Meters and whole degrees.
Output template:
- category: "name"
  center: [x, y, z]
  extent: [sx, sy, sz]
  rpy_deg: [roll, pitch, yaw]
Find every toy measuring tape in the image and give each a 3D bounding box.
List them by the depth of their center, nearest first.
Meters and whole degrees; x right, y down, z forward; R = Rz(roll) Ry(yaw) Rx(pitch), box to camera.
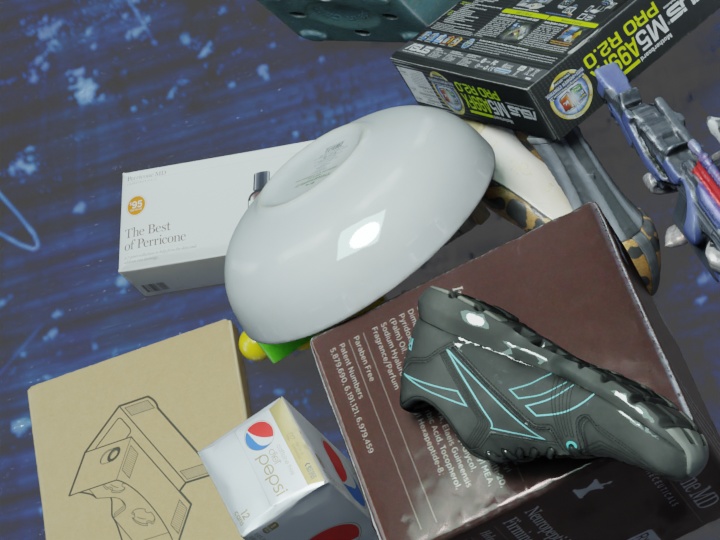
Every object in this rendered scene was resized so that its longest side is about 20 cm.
- category: "toy measuring tape"
  center: [0.000, 0.000, 1.518]
  extent: [0.200, 0.074, 0.074]
  rpy_deg: [-34, 58, 13]

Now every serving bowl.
- category: "serving bowl"
  center: [-0.013, -0.043, 1.431]
  extent: [0.200, 0.066, 0.200]
  rpy_deg: [-32, 20, 13]

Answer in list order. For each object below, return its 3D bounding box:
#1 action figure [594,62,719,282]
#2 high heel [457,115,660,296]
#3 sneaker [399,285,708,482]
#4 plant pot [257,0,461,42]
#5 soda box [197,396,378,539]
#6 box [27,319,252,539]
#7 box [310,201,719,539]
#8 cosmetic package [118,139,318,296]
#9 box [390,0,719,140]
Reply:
- category: "action figure"
  center: [0.230, -0.054, 1.369]
  extent: [0.105, 0.193, 0.200]
  rpy_deg: [-27, 67, -7]
- category: "high heel"
  center: [0.116, -0.039, 1.512]
  extent: [0.071, 0.143, 0.200]
  rpy_deg: [-43, 22, -21]
- category: "sneaker"
  center: [0.106, 0.080, 1.259]
  extent: [0.200, 0.075, 0.079]
  rpy_deg: [28, 94, 35]
- category: "plant pot"
  center: [0.004, -0.272, 1.586]
  extent: [0.196, 0.196, 0.200]
  rpy_deg: [3, 78, 24]
- category: "soda box"
  center: [-0.024, 0.153, 1.385]
  extent: [0.064, 0.200, 0.068]
  rpy_deg: [-34, 58, 5]
- category: "box"
  center: [-0.147, 0.148, 1.544]
  extent: [0.163, 0.021, 0.200]
  rpy_deg: [-18, 61, 14]
- category: "box"
  center: [0.105, 0.095, 1.379]
  extent: [0.200, 0.166, 0.164]
  rpy_deg: [-26, 59, 10]
- category: "cosmetic package"
  center: [-0.072, -0.041, 1.584]
  extent: [0.200, 0.051, 0.083]
  rpy_deg: [-9, 63, 18]
- category: "box"
  center: [0.130, -0.162, 1.485]
  extent: [0.160, 0.044, 0.200]
  rpy_deg: [-39, 24, -14]
